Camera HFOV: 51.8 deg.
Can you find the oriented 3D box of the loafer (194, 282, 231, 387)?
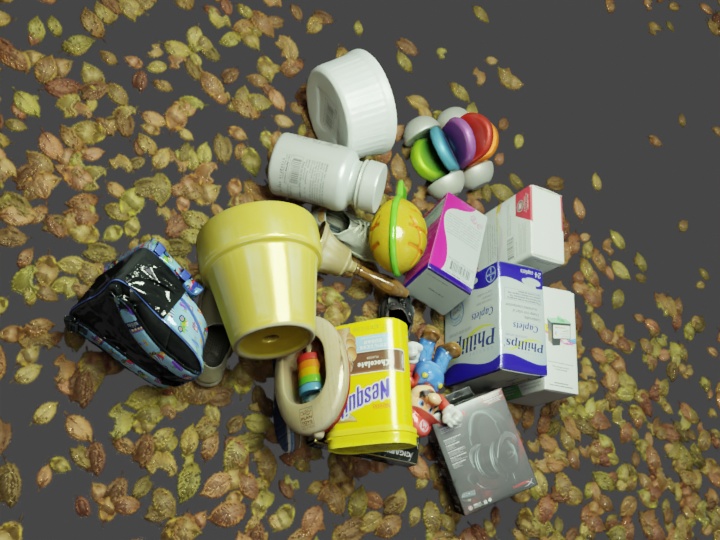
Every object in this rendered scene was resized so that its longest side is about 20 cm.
[{"bbox_3d":[-0.233,0.089,1.227,0.075,0.068,0.203,11,68,-22],"label":"loafer"}]

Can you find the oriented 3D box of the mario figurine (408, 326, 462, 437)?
[{"bbox_3d":[0.127,0.195,1.284,0.121,0.107,0.202,12,52,12],"label":"mario figurine"}]

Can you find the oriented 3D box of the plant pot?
[{"bbox_3d":[-0.149,0.026,1.152,0.198,0.201,0.191,1,60,-25],"label":"plant pot"}]

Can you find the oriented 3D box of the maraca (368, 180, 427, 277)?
[{"bbox_3d":[0.072,-0.077,1.367,0.105,0.139,0.201,2,40,9],"label":"maraca"}]

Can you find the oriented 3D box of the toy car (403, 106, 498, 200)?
[{"bbox_3d":[0.197,-0.253,1.508,0.198,0.150,0.177,-20,82,-30],"label":"toy car"}]

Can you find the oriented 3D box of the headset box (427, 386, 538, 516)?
[{"bbox_3d":[0.209,0.314,1.336,0.147,0.077,0.203,-18,82,-11],"label":"headset box"}]

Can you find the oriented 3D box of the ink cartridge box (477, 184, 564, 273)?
[{"bbox_3d":[0.306,-0.057,1.464,0.084,0.200,0.150,12,67,-22],"label":"ink cartridge box"}]

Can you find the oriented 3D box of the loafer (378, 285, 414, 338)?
[{"bbox_3d":[0.069,0.099,1.346,0.071,0.063,0.202,25,46,-11],"label":"loafer"}]

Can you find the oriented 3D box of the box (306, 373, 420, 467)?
[{"bbox_3d":[0.014,0.245,1.305,0.197,0.049,0.162,18,64,-19],"label":"box"}]

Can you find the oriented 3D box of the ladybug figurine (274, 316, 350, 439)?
[{"bbox_3d":[-0.070,0.172,1.175,0.072,0.134,0.203,38,39,-48],"label":"ladybug figurine"}]

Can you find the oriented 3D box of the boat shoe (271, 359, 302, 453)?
[{"bbox_3d":[-0.105,0.203,1.248,0.071,0.072,0.203,5,70,-25],"label":"boat shoe"}]

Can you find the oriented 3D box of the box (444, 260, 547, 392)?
[{"bbox_3d":[0.247,0.111,1.385,0.103,0.184,0.203,11,67,-24],"label":"box"}]

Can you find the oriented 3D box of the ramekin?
[{"bbox_3d":[-0.023,-0.304,1.397,0.097,0.200,0.203,-21,82,-22],"label":"ramekin"}]

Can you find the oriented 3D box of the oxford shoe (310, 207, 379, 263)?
[{"bbox_3d":[-0.002,-0.068,1.402,0.198,0.058,0.076,22,60,-20],"label":"oxford shoe"}]

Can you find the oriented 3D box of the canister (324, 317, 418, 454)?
[{"bbox_3d":[0.014,0.190,1.219,0.086,0.146,0.203,34,49,-57],"label":"canister"}]

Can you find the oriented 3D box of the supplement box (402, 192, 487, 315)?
[{"bbox_3d":[0.164,-0.034,1.423,0.100,0.103,0.202,30,51,-13],"label":"supplement box"}]

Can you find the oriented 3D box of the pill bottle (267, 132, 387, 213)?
[{"bbox_3d":[-0.058,-0.171,1.335,0.197,0.115,0.116,15,63,10],"label":"pill bottle"}]

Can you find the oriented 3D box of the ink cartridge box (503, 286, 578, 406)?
[{"bbox_3d":[0.344,0.149,1.441,0.083,0.145,0.203,12,67,-21],"label":"ink cartridge box"}]

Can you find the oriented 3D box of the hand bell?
[{"bbox_3d":[0.000,0.000,1.347,0.198,0.104,0.105,26,63,-13],"label":"hand bell"}]

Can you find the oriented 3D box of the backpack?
[{"bbox_3d":[-0.316,0.078,1.134,0.200,0.181,0.135,47,41,-20],"label":"backpack"}]
